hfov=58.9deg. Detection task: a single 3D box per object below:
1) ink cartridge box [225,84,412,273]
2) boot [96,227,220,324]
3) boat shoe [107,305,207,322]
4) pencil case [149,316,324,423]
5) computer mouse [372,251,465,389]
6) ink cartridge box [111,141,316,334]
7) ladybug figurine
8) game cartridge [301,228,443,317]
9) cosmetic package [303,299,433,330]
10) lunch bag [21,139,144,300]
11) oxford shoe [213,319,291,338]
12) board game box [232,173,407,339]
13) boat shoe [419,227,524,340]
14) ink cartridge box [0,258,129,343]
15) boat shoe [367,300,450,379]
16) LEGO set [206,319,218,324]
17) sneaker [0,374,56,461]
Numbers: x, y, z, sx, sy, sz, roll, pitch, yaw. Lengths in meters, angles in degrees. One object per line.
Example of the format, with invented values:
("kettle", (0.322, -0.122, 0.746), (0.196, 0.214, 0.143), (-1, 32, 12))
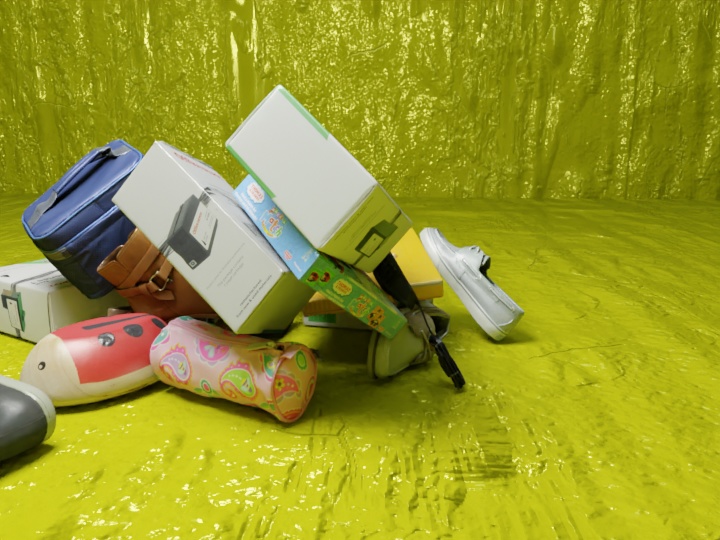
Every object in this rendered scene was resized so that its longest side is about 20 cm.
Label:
("ink cartridge box", (-0.033, -0.086, 0.676), (0.146, 0.084, 0.200), (46, 5, 14))
("boot", (-0.223, -0.006, 0.812), (0.198, 0.156, 0.077), (-33, 25, 22))
("boat shoe", (-0.284, 0.061, 0.916), (0.070, 0.075, 0.199), (5, 13, 20))
("pencil case", (-0.140, 0.103, 0.707), (0.195, 0.090, 0.087), (7, 14, 32))
("computer mouse", (0.064, 0.055, 0.768), (0.034, 0.203, 0.059), (-31, -16, 3))
("ink cartridge box", (-0.149, -0.030, 0.697), (0.200, 0.084, 0.145), (44, 6, 12))
("ladybug figurine", (-0.299, 0.098, 0.754), (0.133, 0.074, 0.197), (10, 16, 39))
("game cartridge", (0.000, 0.000, 0.887), (0.194, 0.033, 0.177), (-9, 28, -5))
("cosmetic package", (0.014, 0.030, 0.988), (0.194, 0.111, 0.085), (2, 12, 14))
("lunch bag", (-0.345, -0.084, 0.864), (0.200, 0.134, 0.135), (-45, 43, -16))
("oxford shoe", (-0.155, 0.068, 0.907), (0.069, 0.074, 0.199), (0, 13, 24))
("board game box", (-0.041, -0.011, 0.713), (0.152, 0.037, 0.200), (48, 5, 36))
("boat shoe", (0.166, 0.004, 0.942), (0.203, 0.071, 0.070), (54, 17, 20))
("ink cartridge box", (-0.462, 0.042, 0.967), (0.195, 0.087, 0.145), (8, 15, 30))
("boat shoe", (0.066, 0.083, 0.825), (0.067, 0.077, 0.200), (10, 21, 19))
("LEGO set", (-0.180, 0.022, 0.946), (0.150, 0.119, 0.199), (-20, -12, 18))
("sneaker", (-0.395, 0.133, 0.584), (0.194, 0.077, 0.106), (5, 11, 16))
